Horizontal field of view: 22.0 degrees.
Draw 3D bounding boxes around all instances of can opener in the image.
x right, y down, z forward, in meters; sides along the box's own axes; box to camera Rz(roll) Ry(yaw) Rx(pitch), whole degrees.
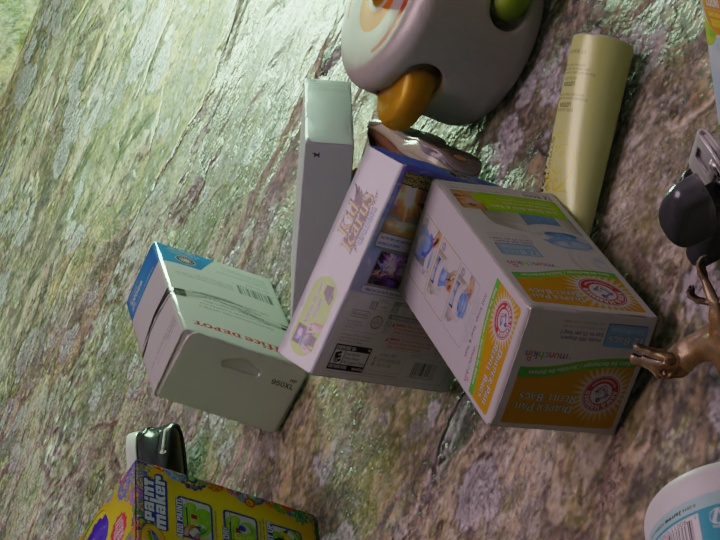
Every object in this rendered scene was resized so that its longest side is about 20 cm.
[{"bbox_3d":[0.216,-0.038,1.216,0.054,0.067,0.200,59,177,13],"label":"can opener"}]

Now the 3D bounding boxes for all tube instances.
[{"bbox_3d":[0.173,-0.087,1.484,0.058,0.052,0.202,18,-95,-75],"label":"tube"}]

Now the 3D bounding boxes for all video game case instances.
[{"bbox_3d":[0.040,0.003,1.515,0.045,0.199,0.182,31,101,34],"label":"video game case"}]

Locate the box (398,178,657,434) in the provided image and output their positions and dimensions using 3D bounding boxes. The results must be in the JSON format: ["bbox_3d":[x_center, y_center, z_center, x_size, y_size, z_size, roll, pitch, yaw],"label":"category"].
[{"bbox_3d":[0.121,0.025,1.392,0.200,0.112,0.102,-121,43,-55],"label":"box"}]

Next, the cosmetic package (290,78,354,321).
[{"bbox_3d":[-0.038,-0.063,1.783,0.151,0.051,0.201,-89,4,-61],"label":"cosmetic package"}]

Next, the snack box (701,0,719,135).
[{"bbox_3d":[0.283,-0.091,1.127,0.200,0.067,0.170,-124,18,-59],"label":"snack box"}]

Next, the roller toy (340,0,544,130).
[{"bbox_3d":[0.067,-0.235,1.700,0.201,0.139,0.183,-62,25,18],"label":"roller toy"}]

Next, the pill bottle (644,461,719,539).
[{"bbox_3d":[0.228,0.217,1.060,0.111,0.110,0.201,-47,33,40],"label":"pill bottle"}]

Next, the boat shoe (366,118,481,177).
[{"bbox_3d":[0.046,-0.093,1.720,0.200,0.075,0.072,-138,64,-69],"label":"boat shoe"}]

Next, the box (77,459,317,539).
[{"bbox_3d":[-0.167,0.306,1.720,0.200,0.192,0.122,-52,30,33],"label":"box"}]

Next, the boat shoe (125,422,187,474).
[{"bbox_3d":[-0.210,0.255,2.000,0.060,0.076,0.201,-20,61,11],"label":"boat shoe"}]

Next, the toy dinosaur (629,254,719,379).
[{"bbox_3d":[0.265,0.043,1.202,0.199,0.058,0.102,7,97,52],"label":"toy dinosaur"}]

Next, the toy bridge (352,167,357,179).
[{"bbox_3d":[0.000,0.000,1.741,0.067,0.027,0.202,108,166,-75],"label":"toy bridge"}]

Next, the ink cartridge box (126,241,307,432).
[{"bbox_3d":[-0.152,0.067,1.924,0.085,0.144,0.200,-63,25,18],"label":"ink cartridge box"}]
